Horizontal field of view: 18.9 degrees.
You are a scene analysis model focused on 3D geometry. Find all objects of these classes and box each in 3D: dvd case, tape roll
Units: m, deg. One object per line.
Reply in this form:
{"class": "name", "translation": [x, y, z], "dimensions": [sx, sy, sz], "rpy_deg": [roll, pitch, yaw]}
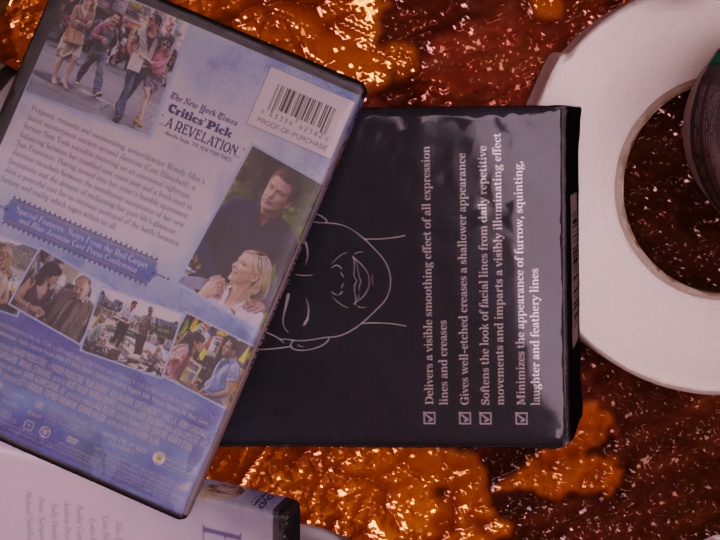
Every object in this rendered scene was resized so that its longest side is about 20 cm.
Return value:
{"class": "dvd case", "translation": [-0.119, 0.150, 0.981], "dimensions": [0.199, 0.018, 0.144], "rpy_deg": [10, 113, 22]}
{"class": "dvd case", "translation": [-0.100, -0.014, 0.920], "dimensions": [0.142, 0.018, 0.201], "rpy_deg": [23, 87, 5]}
{"class": "tape roll", "translation": [0.172, -0.041, 1.047], "dimensions": [0.201, 0.037, 0.204], "rpy_deg": [0, 94, -4]}

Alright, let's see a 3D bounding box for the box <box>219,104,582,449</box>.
{"class": "box", "translation": [0.000, 0.000, 0.985], "dimensions": [0.199, 0.107, 0.150], "rpy_deg": [0, 94, 9]}

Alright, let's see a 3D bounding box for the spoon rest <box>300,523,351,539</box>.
{"class": "spoon rest", "translation": [-0.075, 0.145, 1.026], "dimensions": [0.199, 0.099, 0.061], "rpy_deg": [17, 121, 8]}

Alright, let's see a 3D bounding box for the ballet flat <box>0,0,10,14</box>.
{"class": "ballet flat", "translation": [-0.177, -0.135, 0.945], "dimensions": [0.068, 0.201, 0.063], "rpy_deg": [23, 127, -20]}

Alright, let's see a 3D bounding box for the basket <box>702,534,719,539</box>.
{"class": "basket", "translation": [0.271, 0.188, 1.021], "dimensions": [0.199, 0.136, 0.124], "rpy_deg": [-7, 98, -3]}

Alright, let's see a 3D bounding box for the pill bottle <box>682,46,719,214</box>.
{"class": "pill bottle", "translation": [0.204, -0.060, 0.929], "dimensions": [0.112, 0.200, 0.114], "rpy_deg": [0, 94, -4]}

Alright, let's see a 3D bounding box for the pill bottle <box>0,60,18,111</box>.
{"class": "pill bottle", "translation": [-0.217, -0.062, 0.982], "dimensions": [0.199, 0.116, 0.117], "rpy_deg": [32, 91, -5]}
